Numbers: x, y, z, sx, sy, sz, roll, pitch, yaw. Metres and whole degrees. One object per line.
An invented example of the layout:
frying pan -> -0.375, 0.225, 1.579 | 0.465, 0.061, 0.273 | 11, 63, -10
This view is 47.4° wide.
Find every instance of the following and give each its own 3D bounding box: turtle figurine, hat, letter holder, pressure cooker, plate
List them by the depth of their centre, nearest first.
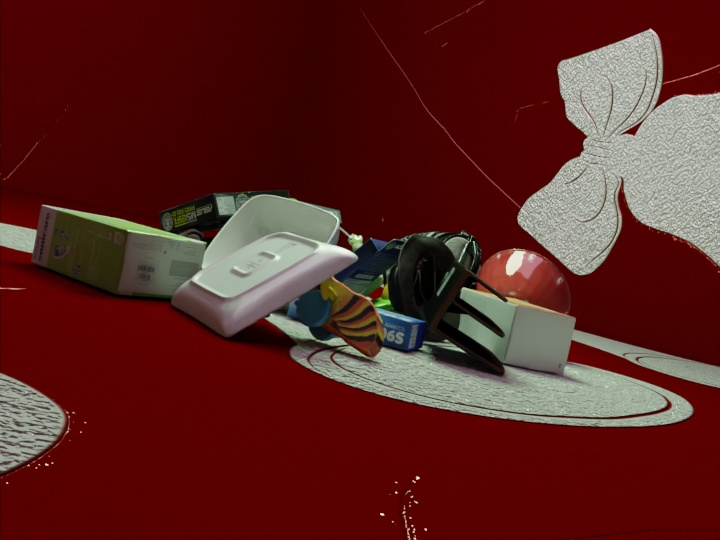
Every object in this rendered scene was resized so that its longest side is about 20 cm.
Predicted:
plate -> -0.129, 0.003, 1.039 | 0.198, 0.033, 0.198 | -30, 23, -25
letter holder -> 0.183, 0.071, 1.269 | 0.141, 0.102, 0.200 | 34, 5, 0
hat -> 0.098, 0.036, 1.435 | 0.080, 0.206, 0.198 | -13, -14, 37
pressure cooker -> 0.168, 0.006, 1.748 | 0.176, 0.181, 0.197 | -7, 3, -42
turtle figurine -> -0.041, -0.020, 1.859 | 0.197, 0.146, 0.193 | 27, 2, 28

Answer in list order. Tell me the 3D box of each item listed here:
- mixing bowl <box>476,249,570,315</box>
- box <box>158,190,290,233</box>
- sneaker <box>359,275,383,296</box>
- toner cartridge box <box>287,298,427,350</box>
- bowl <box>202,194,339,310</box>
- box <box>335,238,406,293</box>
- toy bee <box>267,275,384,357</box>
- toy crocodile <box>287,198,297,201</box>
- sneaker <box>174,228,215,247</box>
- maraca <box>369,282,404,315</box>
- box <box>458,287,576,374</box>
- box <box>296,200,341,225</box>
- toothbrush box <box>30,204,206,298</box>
mixing bowl -> 0.306, 0.073, 1.612 | 0.196, 0.204, 0.109 | 14, 33, 20
box -> -0.248, -0.108, 1.522 | 0.158, 0.045, 0.198 | -13, -2, 37
sneaker -> -0.017, 0.020, 1.599 | 0.083, 0.074, 0.200 | 54, -17, -3
toner cartridge box -> -0.004, 0.074, 1.251 | 0.196, 0.044, 0.095 | 15, 1, 19
bowl -> -0.143, -0.024, 1.365 | 0.196, 0.202, 0.076 | 17, -35, 25
box -> 0.000, 0.000, 1.443 | 0.033, 0.199, 0.121 | 57, 18, 16
toy bee -> -0.048, 0.029, 1.068 | 0.196, 0.111, 0.131 | 25, -16, 4
toy crocodile -> -0.121, -0.037, 1.466 | 0.060, 0.205, 0.068 | -7, -23, 11
sneaker -> -0.271, -0.029, 1.504 | 0.197, 0.079, 0.146 | 2, -5, -20
maraca -> 0.092, 0.053, 1.575 | 0.196, 0.110, 0.136 | -11, 4, -34
box -> 0.262, 0.102, 1.432 | 0.122, 0.100, 0.199 | 12, 3, -21
box -> -0.147, -0.066, 1.885 | 0.154, 0.202, 0.052 | 12, 40, -19
toothbrush box -> -0.337, -0.025, 1.143 | 0.197, 0.088, 0.144 | 16, 4, 34
